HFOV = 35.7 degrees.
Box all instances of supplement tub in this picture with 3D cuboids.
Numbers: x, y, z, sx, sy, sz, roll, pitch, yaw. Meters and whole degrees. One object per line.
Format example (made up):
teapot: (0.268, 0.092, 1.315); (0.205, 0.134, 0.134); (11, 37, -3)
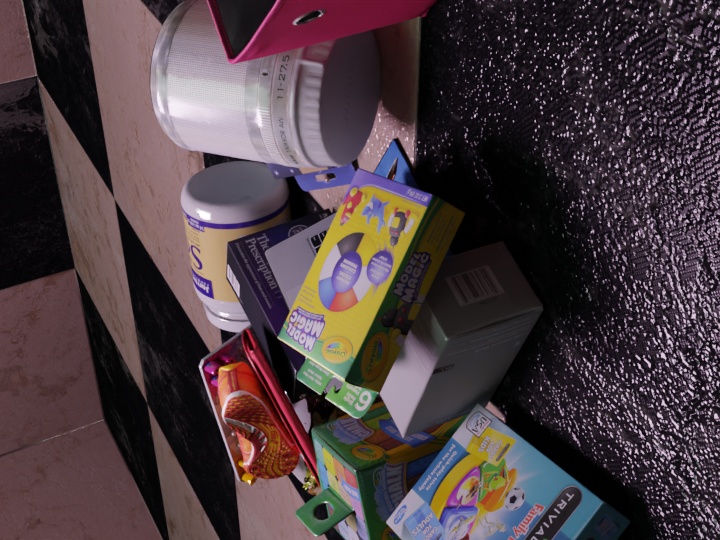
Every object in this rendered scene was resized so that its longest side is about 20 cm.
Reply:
supplement tub: (-0.162, -0.032, 1.522); (0.145, 0.145, 0.200); (44, 145, 50)

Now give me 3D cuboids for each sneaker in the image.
sneaker: (-0.118, 0.182, 1.335); (0.200, 0.073, 0.077); (78, 179, -46)

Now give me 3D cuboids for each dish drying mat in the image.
dish drying mat: (-0.086, 0.163, 1.294); (0.200, 0.018, 0.077); (63, 176, -19)

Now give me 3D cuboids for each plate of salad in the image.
plate of salad: (-0.019, 0.215, 1.365); (0.200, 0.048, 0.200); (10, 119, 18)

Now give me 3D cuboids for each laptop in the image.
laptop: (0.000, 0.000, 1.195); (0.187, 0.200, 0.116); (65, -173, 19)

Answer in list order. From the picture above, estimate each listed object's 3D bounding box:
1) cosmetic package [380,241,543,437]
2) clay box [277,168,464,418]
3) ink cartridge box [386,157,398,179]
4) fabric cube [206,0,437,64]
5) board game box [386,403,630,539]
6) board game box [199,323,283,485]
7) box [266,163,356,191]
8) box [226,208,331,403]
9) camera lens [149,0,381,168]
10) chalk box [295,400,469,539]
cosmetic package: (0.085, 0.069, 1.065); (0.090, 0.107, 0.200); (61, 157, 29)
clay box: (0.001, 0.018, 0.983); (0.115, 0.048, 0.200); (25, 89, 52)
ink cartridge box: (0.020, -0.002, 1.092); (0.109, 0.050, 0.200); (72, -141, -87)
fabric cube: (-0.026, -0.307, 0.914); (0.196, 0.199, 0.200); (-24, 84, 67)
board game box: (0.129, 0.232, 1.033); (0.047, 0.151, 0.200); (39, 178, -33)
board game box: (-0.097, 0.143, 1.414); (0.026, 0.200, 0.200); (22, 137, 42)
box: (-0.088, -0.173, 1.284); (0.121, 0.032, 0.200); (-4, 122, 52)
box: (-0.058, 0.038, 1.334); (0.200, 0.141, 0.079); (58, 155, 30)
camera lens: (-0.098, -0.190, 1.128); (0.200, 0.160, 0.160); (11, 125, 22)
chalk box: (0.028, 0.222, 1.192); (0.125, 0.200, 0.124); (28, 132, 60)
